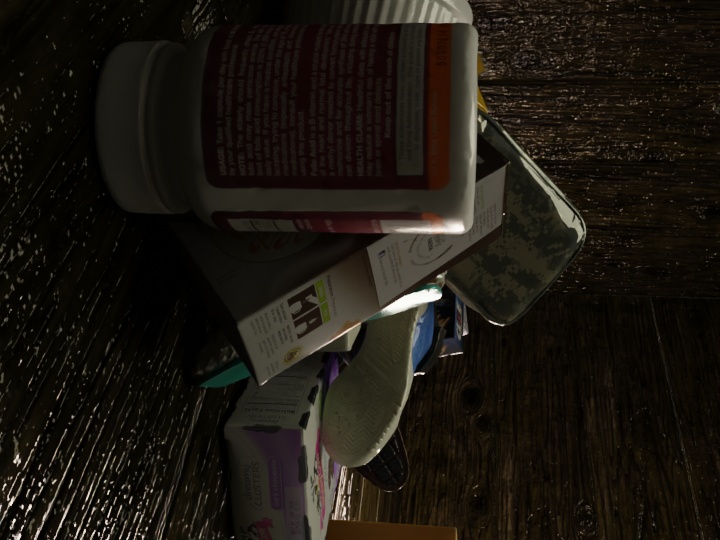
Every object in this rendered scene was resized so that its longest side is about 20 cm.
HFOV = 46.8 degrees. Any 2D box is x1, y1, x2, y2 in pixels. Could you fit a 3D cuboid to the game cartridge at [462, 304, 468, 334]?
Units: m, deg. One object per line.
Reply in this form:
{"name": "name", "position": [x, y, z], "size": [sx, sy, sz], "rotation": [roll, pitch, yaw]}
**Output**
{"name": "game cartridge", "position": [0.044, 0.056, 1.122], "size": [0.130, 0.199, 0.039], "rotation": [-87, 155, -49]}

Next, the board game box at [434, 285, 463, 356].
{"name": "board game box", "position": [0.034, 0.060, 1.073], "size": [0.136, 0.198, 0.035], "rotation": [-83, 152, -43]}

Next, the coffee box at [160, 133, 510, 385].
{"name": "coffee box", "position": [-0.014, -0.032, 0.550], "size": [0.115, 0.199, 0.080], "rotation": [51, -17, 32]}

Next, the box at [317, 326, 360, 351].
{"name": "box", "position": [-0.054, -0.046, 0.693], "size": [0.128, 0.108, 0.202], "rotation": [-60, 151, -78]}

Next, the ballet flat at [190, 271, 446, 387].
{"name": "ballet flat", "position": [-0.035, 0.023, 0.612], "size": [0.072, 0.199, 0.072], "rotation": [-22, 90, -89]}

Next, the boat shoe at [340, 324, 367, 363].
{"name": "boat shoe", "position": [0.000, 0.000, 0.883], "size": [0.068, 0.074, 0.202], "rotation": [1, -96, 54]}

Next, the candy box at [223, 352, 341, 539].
{"name": "candy box", "position": [-0.066, 0.170, 0.789], "size": [0.200, 0.071, 0.169], "rotation": [-73, 163, -68]}

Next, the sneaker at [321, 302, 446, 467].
{"name": "sneaker", "position": [0.028, 0.098, 0.796], "size": [0.111, 0.076, 0.201], "rotation": [57, 45, -61]}

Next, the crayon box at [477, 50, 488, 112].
{"name": "crayon box", "position": [0.068, -0.190, 0.959], "size": [0.051, 0.200, 0.126], "rotation": [29, 36, -36]}

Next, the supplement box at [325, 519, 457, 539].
{"name": "supplement box", "position": [0.009, 0.355, 0.925], "size": [0.200, 0.195, 0.134], "rotation": [72, 21, -68]}

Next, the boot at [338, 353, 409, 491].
{"name": "boot", "position": [-0.011, 0.159, 0.954], "size": [0.201, 0.074, 0.097], "rotation": [56, -7, 7]}

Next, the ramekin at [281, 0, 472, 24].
{"name": "ramekin", "position": [0.008, -0.226, 0.854], "size": [0.200, 0.198, 0.106], "rotation": [48, 54, -80]}

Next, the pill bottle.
{"name": "pill bottle", "position": [-0.035, -0.079, 0.466], "size": [0.114, 0.198, 0.115], "rotation": [2, 90, -83]}

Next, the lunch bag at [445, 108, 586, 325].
{"name": "lunch bag", "position": [0.092, -0.068, 0.803], "size": [0.140, 0.200, 0.168], "rotation": [-49, -158, 1]}
